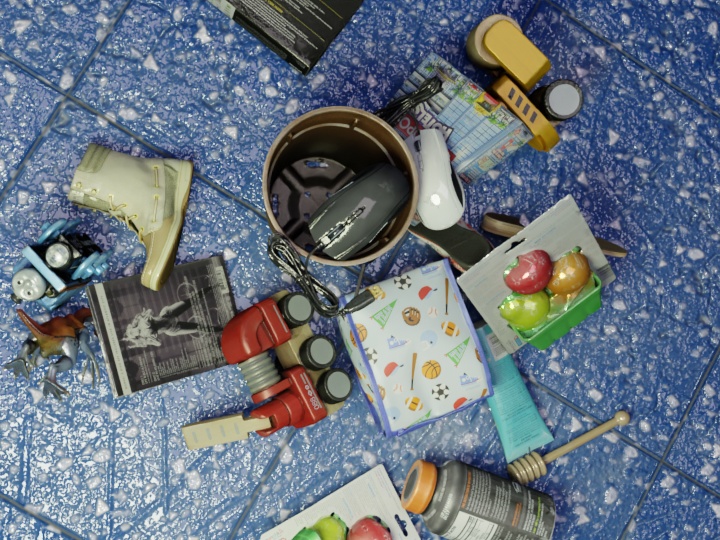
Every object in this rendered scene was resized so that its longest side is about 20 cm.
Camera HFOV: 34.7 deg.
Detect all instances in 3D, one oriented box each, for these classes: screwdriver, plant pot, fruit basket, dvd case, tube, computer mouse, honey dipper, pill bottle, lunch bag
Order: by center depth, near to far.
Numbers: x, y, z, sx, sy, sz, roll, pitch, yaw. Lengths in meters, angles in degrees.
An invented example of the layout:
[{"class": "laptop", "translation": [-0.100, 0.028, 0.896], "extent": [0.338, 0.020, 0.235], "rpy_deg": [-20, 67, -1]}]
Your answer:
[{"class": "computer mouse", "translation": [-0.001, -0.035, 1.405], "extent": [0.200, 0.046, 0.141], "rpy_deg": [-36, 92, -12]}, {"class": "computer mouse", "translation": [0.084, -0.151, 1.510], "extent": [0.109, 0.044, 0.201], "rpy_deg": [-24, 69, 17]}, {"class": "plant pot", "translation": [-0.042, -0.097, 1.526], "extent": [0.200, 0.198, 0.201], "rpy_deg": [1, 84, -11]}, {"class": "dvd case", "translation": [-0.253, 0.072, 1.529], "extent": [0.200, 0.016, 0.149], "rpy_deg": [-15, 89, -34]}, {"class": "screwdriver", "translation": [0.000, 0.000, 1.544], "extent": [0.028, 0.200, 0.029], "rpy_deg": [-31, 107, 24]}, {"class": "fruit basket", "translation": [0.237, 0.007, 1.551], "extent": [0.185, 0.094, 0.200], "rpy_deg": [-38, 130, 3]}, {"class": "fruit basket", "translation": [-0.014, 0.391, 1.562], "extent": [0.200, 0.094, 0.186], "rpy_deg": [-28, 92, -28]}, {"class": "lunch bag", "translation": [0.071, 0.111, 1.571], "extent": [0.170, 0.124, 0.201], "rpy_deg": [-21, 80, -11]}, {"class": "pill bottle", "translation": [0.158, 0.325, 1.579], "extent": [0.199, 0.106, 0.107], "rpy_deg": [22, 82, -9]}, {"class": "tube", "translation": [0.205, 0.168, 1.634], "extent": [0.077, 0.050, 0.201], "rpy_deg": [-24, 95, -8]}, {"class": "honey dipper", "translation": [0.303, 0.252, 1.649], "extent": [0.200, 0.038, 0.038], "rpy_deg": [-24, 90, -14]}]

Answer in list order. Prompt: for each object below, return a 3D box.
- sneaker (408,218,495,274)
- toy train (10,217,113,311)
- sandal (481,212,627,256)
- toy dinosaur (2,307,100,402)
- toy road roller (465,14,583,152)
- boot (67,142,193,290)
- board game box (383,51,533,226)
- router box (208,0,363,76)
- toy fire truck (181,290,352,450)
[{"class": "sneaker", "translation": [0.121, -0.050, 1.623], "extent": [0.067, 0.108, 0.201], "rpy_deg": [-47, 59, 0]}, {"class": "toy train", "translation": [-0.382, -0.004, 1.456], "extent": [0.114, 0.200, 0.087], "rpy_deg": [-45, 95, 0]}, {"class": "sandal", "translation": [0.271, -0.024, 1.659], "extent": [0.211, 0.078, 0.070], "rpy_deg": [14, 106, -4]}, {"class": "toy dinosaur", "translation": [-0.362, 0.085, 1.455], "extent": [0.105, 0.200, 0.182], "rpy_deg": [24, 39, 0]}, {"class": "toy road roller", "translation": [0.206, -0.248, 1.631], "extent": [0.146, 0.123, 0.200], "rpy_deg": [-44, 95, 0]}, {"class": "boot", "translation": [-0.310, -0.074, 1.516], "extent": [0.154, 0.072, 0.201], "rpy_deg": [12, 59, -9]}, {"class": "board game box", "translation": [0.095, -0.173, 1.570], "extent": [0.200, 0.062, 0.200], "rpy_deg": [-49, 62, 6]}, {"class": "router box", "translation": [-0.109, -0.393, 1.611], "extent": [0.200, 0.051, 0.149], "rpy_deg": [38, 78, -6]}, {"class": "toy fire truck", "translation": [-0.142, 0.145, 1.519], "extent": [0.200, 0.129, 0.176], "rpy_deg": [-28, 92, -35]}]
